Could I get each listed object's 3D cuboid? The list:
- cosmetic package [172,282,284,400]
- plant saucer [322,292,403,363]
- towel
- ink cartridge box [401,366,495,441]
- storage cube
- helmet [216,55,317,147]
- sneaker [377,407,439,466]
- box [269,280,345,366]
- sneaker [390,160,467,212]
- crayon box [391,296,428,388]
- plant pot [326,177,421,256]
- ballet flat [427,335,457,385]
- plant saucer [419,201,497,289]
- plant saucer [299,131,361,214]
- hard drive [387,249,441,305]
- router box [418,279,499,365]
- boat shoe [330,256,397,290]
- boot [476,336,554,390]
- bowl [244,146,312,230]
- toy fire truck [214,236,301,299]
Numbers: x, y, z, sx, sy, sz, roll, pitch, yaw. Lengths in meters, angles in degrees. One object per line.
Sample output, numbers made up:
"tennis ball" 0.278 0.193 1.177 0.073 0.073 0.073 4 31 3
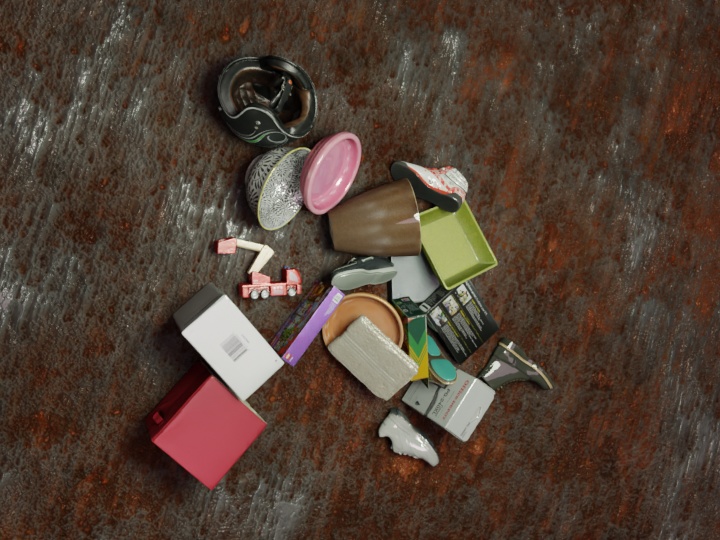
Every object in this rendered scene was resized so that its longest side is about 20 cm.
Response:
"cosmetic package" -0.293 0.149 1.483 0.123 0.200 0.200 -41 108 -10
"plant saucer" 0.007 0.144 1.650 0.198 0.037 0.202 3 109 8
"towel" 0.033 0.209 1.627 0.200 0.035 0.132 44 114 -4
"ink cartridge box" 0.217 0.316 1.704 0.083 0.200 0.146 39 81 -29
"storage cube" -0.341 0.334 1.499 0.200 0.171 0.180 46 77 -19
"helmet" -0.209 -0.362 1.471 0.199 0.189 0.202 -16 110 -51
"sneaker" 0.125 0.443 1.764 0.087 0.075 0.200 -46 103 1
"box" -0.128 0.118 1.581 0.039 0.137 0.201 39 80 -19
"sneaker" 0.177 -0.231 1.714 0.200 0.067 0.108 30 47 2
"crayon box" 0.123 0.181 1.680 0.050 0.127 0.202 -10 110 -14
"plant pot" 0.025 -0.110 1.614 0.198 0.187 0.189 -10 100 -6
"ballet flat" 0.185 0.238 1.697 0.070 0.200 0.066 4 117 -17
"plant saucer" 0.225 -0.065 1.711 0.199 0.048 0.201 -23 83 -35
"plant saucer" -0.075 -0.229 1.564 0.051 0.201 0.201 30 81 22
"hard drive" 0.164 0.009 1.745 0.198 0.033 0.141 -5 97 -22
"router box" 0.256 0.125 1.762 0.149 0.051 0.201 -40 119 -8
"boat shoe" 0.000 0.000 1.627 0.199 0.076 0.061 -2 54 -45
"boot" 0.420 0.296 1.866 0.200 0.077 0.139 40 84 -7
"bowl" -0.196 -0.202 1.524 0.094 0.201 0.202 32 81 19
"toy fire truck" -0.234 -0.007 1.572 0.198 0.049 0.143 -3 96 -22
